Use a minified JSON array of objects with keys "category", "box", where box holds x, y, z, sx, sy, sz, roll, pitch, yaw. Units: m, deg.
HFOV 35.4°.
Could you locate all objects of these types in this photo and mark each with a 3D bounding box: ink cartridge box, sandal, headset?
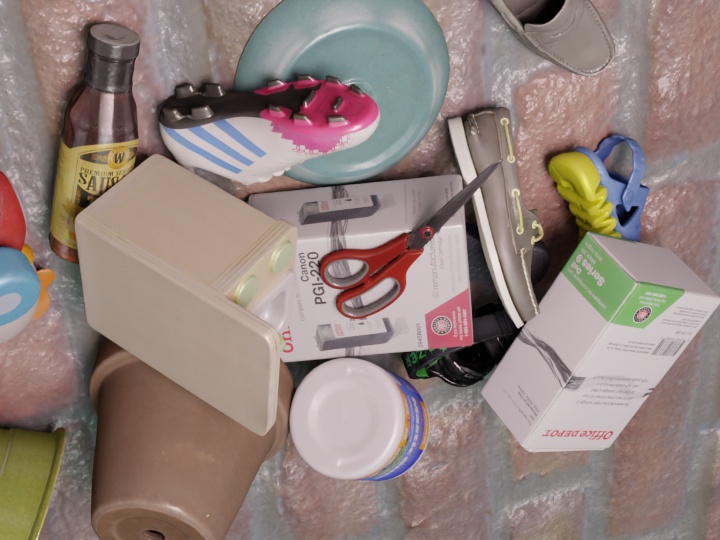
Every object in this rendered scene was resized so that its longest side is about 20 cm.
[{"category":"ink cartridge box","box":[0.000,0.000,1.037,0.198,0.085,0.147,-4,128,6]},{"category":"ink cartridge box","box":[0.229,0.074,1.090,0.145,0.084,0.201,8,122,-42]},{"category":"sandal","box":[0.092,-0.026,1.109,0.198,0.043,0.076,16,126,-25]},{"category":"sandal","box":[0.259,-0.058,1.129,0.087,0.079,0.201,-39,135,-11]},{"category":"headset","box":[0.133,0.085,1.154,0.199,0.095,0.123,-8,161,-44]}]

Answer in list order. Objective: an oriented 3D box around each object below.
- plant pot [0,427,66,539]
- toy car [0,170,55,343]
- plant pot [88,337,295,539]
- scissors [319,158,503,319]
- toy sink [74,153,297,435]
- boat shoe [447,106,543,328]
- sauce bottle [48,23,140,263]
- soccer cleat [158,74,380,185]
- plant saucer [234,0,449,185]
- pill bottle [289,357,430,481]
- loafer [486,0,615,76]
[{"category":"plant pot","box":[-0.395,0.210,1.031,0.189,0.201,0.201,23,115,-17]},{"category":"toy car","box":[-0.315,-0.001,0.930,0.177,0.185,0.200,-40,157,10]},{"category":"plant pot","box":[-0.169,0.168,1.031,0.198,0.176,0.201,6,139,6]},{"category":"scissors","box":[0.052,-0.023,0.961,0.199,0.014,0.073,-30,118,19]},{"category":"toy sink","box":[-0.122,0.017,0.933,0.112,0.199,0.131,-46,156,-37]},{"category":"boat shoe","box":[0.135,-0.049,1.040,0.060,0.072,0.204,-17,94,4]},{"category":"sauce bottle","box":[-0.217,-0.101,0.928,0.065,0.066,0.201,2,125,-21]},{"category":"soccer cleat","box":[-0.071,-0.111,0.934,0.198,0.070,0.087,4,134,22]},{"category":"plant saucer","box":[-0.010,-0.153,0.985,0.198,0.036,0.202,-10,128,-13]},{"category":"pill bottle","box":[0.009,0.152,1.121,0.112,0.113,0.200,-34,163,6]},{"category":"loafer","box":[0.156,-0.225,0.970,0.199,0.070,0.070,29,111,-34]}]
